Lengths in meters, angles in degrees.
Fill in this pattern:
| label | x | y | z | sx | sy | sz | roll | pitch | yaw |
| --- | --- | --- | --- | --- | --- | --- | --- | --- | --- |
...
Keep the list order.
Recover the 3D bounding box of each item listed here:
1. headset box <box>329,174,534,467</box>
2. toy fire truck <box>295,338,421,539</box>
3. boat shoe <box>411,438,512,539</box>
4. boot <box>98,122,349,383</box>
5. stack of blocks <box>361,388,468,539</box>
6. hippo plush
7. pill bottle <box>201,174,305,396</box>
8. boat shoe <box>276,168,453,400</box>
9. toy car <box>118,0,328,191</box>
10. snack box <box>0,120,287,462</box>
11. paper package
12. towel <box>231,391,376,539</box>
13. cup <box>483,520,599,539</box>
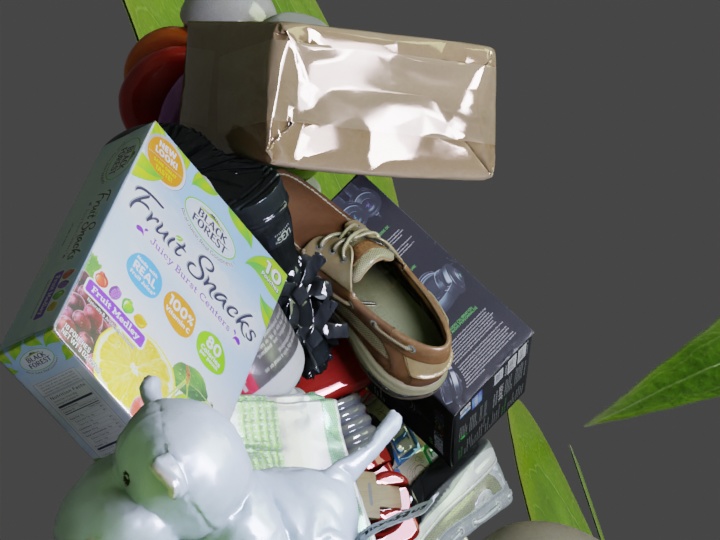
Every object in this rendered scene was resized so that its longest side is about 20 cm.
| label | x | y | z | sx | sy | sz | roll | pitch | yaw |
| --- | --- | --- | --- | --- | --- | --- | --- | --- | --- |
| headset box | 0.031 | 0.036 | 1.810 | 0.200 | 0.093 | 0.174 | 43 | -12 | 13 |
| toy fire truck | -0.021 | 0.129 | 1.707 | 0.177 | 0.128 | 0.200 | 66 | -20 | 7 |
| boat shoe | 0.051 | 0.215 | 1.851 | 0.202 | 0.074 | 0.065 | -44 | 109 | -38 |
| boot | -0.100 | -0.010 | 1.677 | 0.197 | 0.073 | 0.163 | 22 | -40 | 43 |
| stack of blocks | 0.033 | 0.198 | 1.919 | 0.058 | 0.115 | 0.201 | -8 | -67 | 54 |
| hippo plush | -0.075 | 0.151 | 1.275 | 0.161 | 0.200 | 0.160 | 41 | 14 | -36 |
| pill bottle | -0.106 | 0.044 | 1.577 | 0.201 | 0.110 | 0.111 | 61 | 9 | -19 |
| boat shoe | 0.000 | 0.000 | 1.684 | 0.200 | 0.075 | 0.074 | 47 | -33 | 12 |
| toy car | -0.115 | -0.133 | 1.881 | 0.149 | 0.176 | 0.199 | -11 | 33 | -43 |
| snack box | -0.128 | 0.026 | 1.412 | 0.142 | 0.053 | 0.201 | 51 | 35 | -25 |
| paper package | -0.020 | -0.126 | 1.720 | 0.200 | 0.189 | 0.105 | 12 | -83 | 64 |
| towel | -0.069 | 0.146 | 1.467 | 0.199 | 0.031 | 0.150 | 3 | 61 | -49 |
| cup | 0.153 | 0.347 | 2.087 | 0.143 | 0.199 | 0.201 | -41 | 107 | -53 |
